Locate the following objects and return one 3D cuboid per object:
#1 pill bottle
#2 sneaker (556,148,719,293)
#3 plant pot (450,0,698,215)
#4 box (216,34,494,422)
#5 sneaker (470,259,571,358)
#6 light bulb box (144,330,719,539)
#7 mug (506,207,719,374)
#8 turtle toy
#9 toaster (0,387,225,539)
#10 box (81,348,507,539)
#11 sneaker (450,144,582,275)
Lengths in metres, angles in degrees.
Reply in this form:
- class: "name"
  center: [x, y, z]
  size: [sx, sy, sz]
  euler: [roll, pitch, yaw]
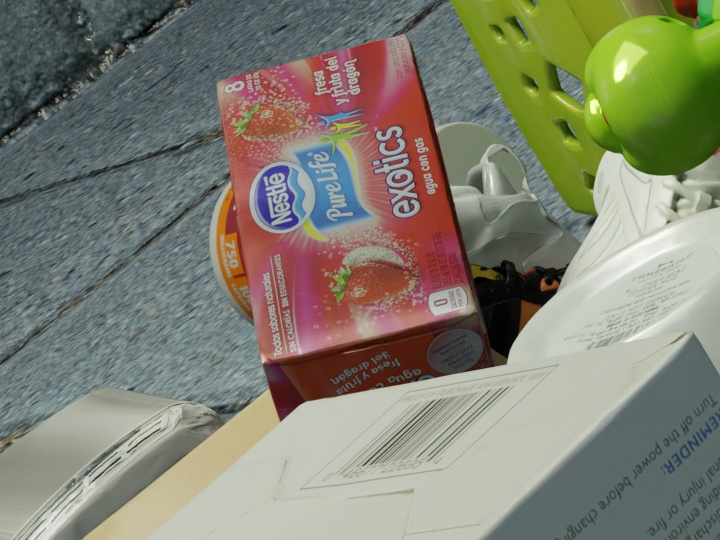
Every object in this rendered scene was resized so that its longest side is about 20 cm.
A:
- class: "pill bottle"
  center: [0.006, -0.027, 1.668]
  size: [0.113, 0.113, 0.200]
  euler: [-42, 15, -32]
- class: "sneaker"
  center: [0.142, -0.024, 1.282]
  size: [0.201, 0.078, 0.100]
  euler: [-81, 13, -47]
- class: "plant pot"
  center: [0.180, -0.150, 1.531]
  size: [0.199, 0.201, 0.181]
  euler: [-35, 19, -11]
- class: "box"
  center: [0.000, 0.000, 1.256]
  size: [0.095, 0.100, 0.200]
  euler: [-14, 41, 2]
- class: "sneaker"
  center: [0.085, 0.022, 1.350]
  size: [0.200, 0.090, 0.070]
  euler: [-36, 13, -9]
- class: "light bulb box"
  center: [0.045, 0.142, 0.773]
  size: [0.125, 0.201, 0.198]
  euler: [-39, 14, -30]
- class: "mug"
  center: [0.142, 0.072, 0.845]
  size: [0.200, 0.176, 0.148]
  euler: [-17, 21, 51]
- class: "turtle toy"
  center: [0.184, -0.103, 1.228]
  size: [0.199, 0.146, 0.101]
  euler: [-24, -6, -32]
- class: "toaster"
  center: [-0.134, 0.141, 1.402]
  size: [0.200, 0.114, 0.129]
  euler: [-39, 16, -28]
- class: "box"
  center: [-0.004, 0.104, 1.240]
  size: [0.200, 0.021, 0.163]
  euler: [-39, 48, -21]
- class: "sneaker"
  center: [0.027, 0.029, 1.411]
  size: [0.200, 0.115, 0.075]
  euler: [-35, 12, -7]
